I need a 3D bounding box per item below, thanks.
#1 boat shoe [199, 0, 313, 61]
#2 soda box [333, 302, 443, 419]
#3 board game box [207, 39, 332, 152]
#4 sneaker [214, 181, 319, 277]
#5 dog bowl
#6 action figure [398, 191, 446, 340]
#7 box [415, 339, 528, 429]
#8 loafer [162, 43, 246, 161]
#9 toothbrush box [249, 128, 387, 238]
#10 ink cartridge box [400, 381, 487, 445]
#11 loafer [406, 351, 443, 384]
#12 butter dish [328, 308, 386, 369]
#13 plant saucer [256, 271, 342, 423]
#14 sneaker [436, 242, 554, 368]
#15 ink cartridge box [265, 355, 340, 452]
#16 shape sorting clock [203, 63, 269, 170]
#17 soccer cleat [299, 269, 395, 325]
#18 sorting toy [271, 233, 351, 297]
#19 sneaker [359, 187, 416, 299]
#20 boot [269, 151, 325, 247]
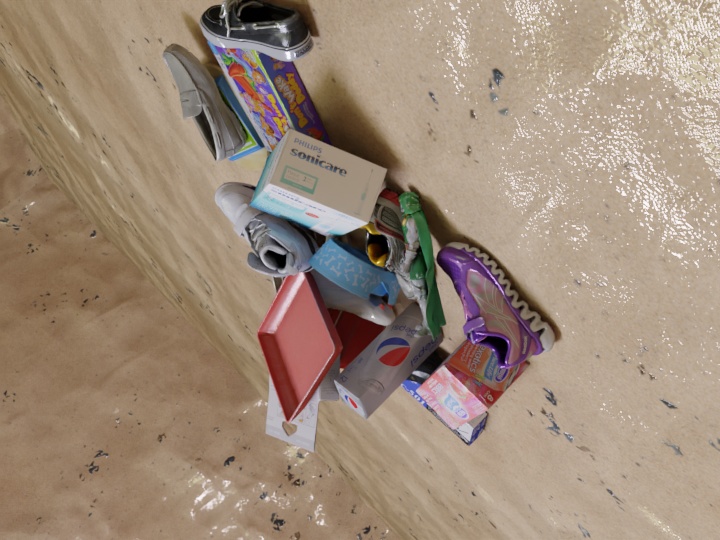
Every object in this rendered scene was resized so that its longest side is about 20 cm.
[{"bbox_3d":[-0.148,-0.330,1.029,0.199,0.074,0.068,31,157,37],"label":"boat shoe"},{"bbox_3d":[0.050,0.149,1.314,0.063,0.200,0.068,32,153,35],"label":"soda box"},{"bbox_3d":[-0.133,-0.262,1.167,0.134,0.045,0.200,23,148,49],"label":"board game box"},{"bbox_3d":[-0.156,-0.063,1.223,0.200,0.075,0.115,40,-162,1],"label":"sneaker"},{"bbox_3d":[0.000,0.000,1.243,0.111,0.050,0.200,35,-173,28],"label":"dog bowl"},{"bbox_3d":[0.081,-0.011,1.097,0.118,0.055,0.201,-62,-36,-80],"label":"action figure"},{"bbox_3d":[0.172,0.173,1.251,0.095,0.103,0.200,45,159,8],"label":"box"},{"bbox_3d":[-0.263,-0.273,1.282,0.070,0.070,0.200,-4,123,58],"label":"loafer"},{"bbox_3d":[-0.066,-0.118,1.126,0.146,0.086,0.200,21,170,-14],"label":"toothbrush box"},{"bbox_3d":[0.150,0.241,1.505,0.200,0.044,0.094,40,157,23],"label":"ink cartridge box"},{"bbox_3d":[0.124,0.174,1.407,0.200,0.070,0.068,19,151,21],"label":"loafer"},{"bbox_3d":[-0.017,0.112,1.466,0.148,0.200,0.199,31,168,-30],"label":"butter dish"},{"bbox_3d":[-0.099,0.117,1.306,0.200,0.037,0.200,-60,42,36],"label":"plant saucer"},{"bbox_3d":[0.167,0.052,1.059,0.200,0.088,0.081,49,163,7],"label":"sneaker"},{"bbox_3d":[-0.104,0.214,1.381,0.200,0.045,0.177,-1,85,59],"label":"ink cartridge box"},{"bbox_3d":[-0.223,-0.264,1.356,0.200,0.039,0.200,36,152,23],"label":"shape sorting clock"},{"bbox_3d":[-0.029,0.044,1.338,0.200,0.078,0.069,35,-166,19],"label":"soccer cleat"},{"bbox_3d":[-0.083,-0.024,1.418,0.180,0.107,0.201,0,106,42],"label":"sorting toy"},{"bbox_3d":[0.046,-0.027,1.172,0.078,0.082,0.200,27,152,43],"label":"sneaker"},{"bbox_3d":[-0.131,-0.116,1.305,0.075,0.097,0.201,-4,110,55],"label":"boot"}]
